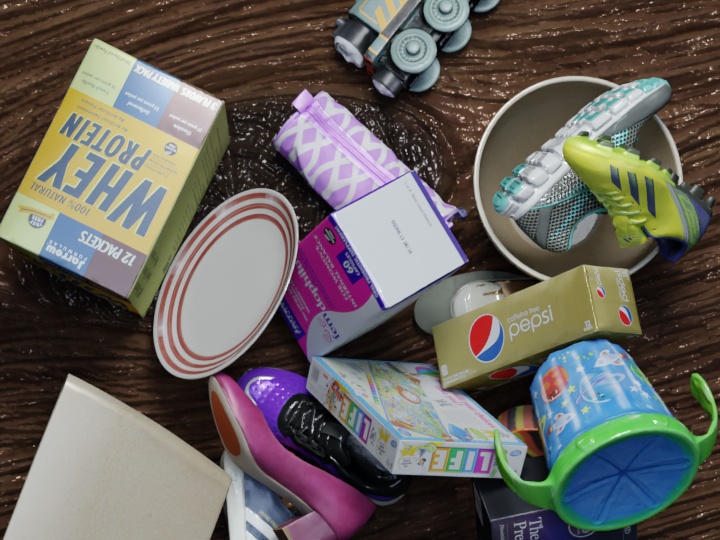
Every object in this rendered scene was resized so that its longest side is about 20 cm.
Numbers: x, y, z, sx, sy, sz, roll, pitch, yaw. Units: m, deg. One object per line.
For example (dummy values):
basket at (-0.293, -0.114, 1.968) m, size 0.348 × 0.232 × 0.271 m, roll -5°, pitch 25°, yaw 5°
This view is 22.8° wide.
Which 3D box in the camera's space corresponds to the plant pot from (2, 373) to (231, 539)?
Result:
plant pot at (-0.228, 0.223, 1.664) m, size 0.176 × 0.200 × 0.201 m, roll 21°, pitch 82°, yaw -7°

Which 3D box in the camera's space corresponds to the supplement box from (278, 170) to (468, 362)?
supplement box at (0.000, 0.000, 1.686) m, size 0.103 × 0.200 × 0.102 m, roll -29°, pitch 85°, yaw -27°

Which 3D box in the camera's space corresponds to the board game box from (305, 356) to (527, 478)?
board game box at (0.049, 0.136, 1.666) m, size 0.134 × 0.200 × 0.034 m, roll 5°, pitch 107°, yaw -27°

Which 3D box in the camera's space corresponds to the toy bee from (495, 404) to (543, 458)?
toy bee at (0.221, 0.147, 1.738) m, size 0.199 × 0.109 × 0.131 m, roll -12°, pitch 40°, yaw -13°

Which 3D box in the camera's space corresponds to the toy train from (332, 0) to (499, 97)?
toy train at (0.062, -0.271, 1.794) m, size 0.114 × 0.085 × 0.200 m, roll 37°, pitch 84°, yaw 13°

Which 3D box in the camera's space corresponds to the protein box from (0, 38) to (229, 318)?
protein box at (-0.228, -0.081, 1.690) m, size 0.134 × 0.199 × 0.201 m, roll 25°, pitch 83°, yaw 0°

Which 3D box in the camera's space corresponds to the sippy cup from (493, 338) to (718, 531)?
sippy cup at (0.213, 0.137, 1.573) m, size 0.177 × 0.140 × 0.131 m, roll 12°, pitch 39°, yaw -29°

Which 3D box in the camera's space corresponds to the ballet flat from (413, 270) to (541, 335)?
ballet flat at (0.153, 0.031, 1.769) m, size 0.199 × 0.064 × 0.068 m, roll -3°, pitch 84°, yaw -4°

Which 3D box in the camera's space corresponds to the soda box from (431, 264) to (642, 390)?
soda box at (0.161, 0.056, 1.660) m, size 0.067 × 0.200 × 0.064 m, roll 5°, pitch 68°, yaw -43°

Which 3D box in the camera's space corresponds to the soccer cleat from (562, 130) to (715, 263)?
soccer cleat at (0.244, -0.062, 1.597) m, size 0.200 × 0.065 × 0.084 m, roll 24°, pitch 97°, yaw -43°

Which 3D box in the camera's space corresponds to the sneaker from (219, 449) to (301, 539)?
sneaker at (-0.088, 0.267, 1.723) m, size 0.084 × 0.075 × 0.201 m, roll -2°, pitch 87°, yaw -10°

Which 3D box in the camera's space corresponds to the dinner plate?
dinner plate at (-0.125, 0.015, 1.709) m, size 0.024 × 0.200 × 0.201 m, roll 31°, pitch 81°, yaw -37°

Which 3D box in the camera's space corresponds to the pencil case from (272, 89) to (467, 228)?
pencil case at (0.005, -0.089, 1.763) m, size 0.200 × 0.086 × 0.084 m, roll 40°, pitch 79°, yaw 2°

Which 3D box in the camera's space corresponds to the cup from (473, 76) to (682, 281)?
cup at (0.201, -0.076, 1.744) m, size 0.199 × 0.143 × 0.202 m, roll 0°, pitch 83°, yaw -3°

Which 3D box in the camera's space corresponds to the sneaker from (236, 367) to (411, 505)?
sneaker at (-0.032, 0.153, 1.724) m, size 0.199 × 0.100 × 0.070 m, roll 32°, pitch 80°, yaw 0°

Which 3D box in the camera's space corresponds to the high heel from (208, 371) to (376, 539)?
high heel at (-0.067, 0.170, 1.686) m, size 0.096 × 0.067 × 0.201 m, roll -30°, pitch 101°, yaw -23°

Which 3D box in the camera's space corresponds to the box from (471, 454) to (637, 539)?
box at (0.186, 0.269, 1.683) m, size 0.140 × 0.079 × 0.201 m, roll -13°, pitch 126°, yaw -7°

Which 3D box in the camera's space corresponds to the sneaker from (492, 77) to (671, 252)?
sneaker at (0.217, -0.096, 1.650) m, size 0.200 × 0.078 × 0.091 m, roll -41°, pitch 104°, yaw -4°
